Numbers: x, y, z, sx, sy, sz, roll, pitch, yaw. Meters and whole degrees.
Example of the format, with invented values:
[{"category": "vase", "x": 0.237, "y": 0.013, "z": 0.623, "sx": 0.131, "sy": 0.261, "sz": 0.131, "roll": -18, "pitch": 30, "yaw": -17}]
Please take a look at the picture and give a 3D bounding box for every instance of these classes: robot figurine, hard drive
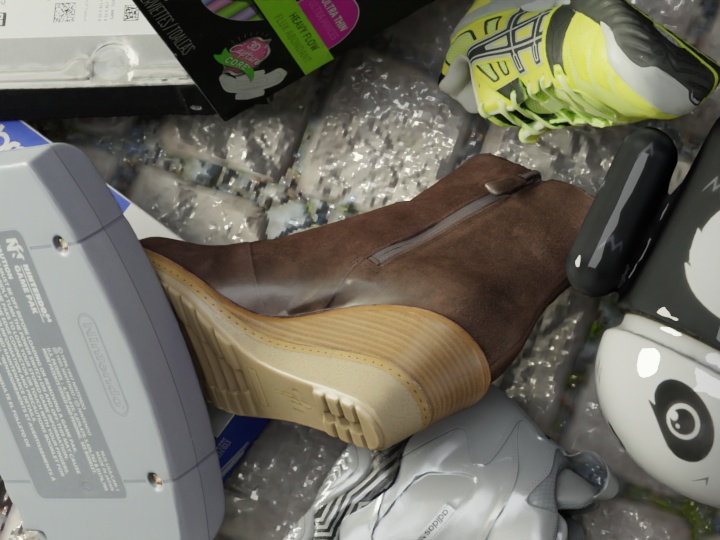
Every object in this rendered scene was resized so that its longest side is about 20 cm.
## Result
[{"category": "robot figurine", "x": 0.184, "y": 0.008, "z": 1.094, "sx": 0.150, "sy": 0.125, "sz": 0.200, "roll": 26, "pitch": 86, "yaw": 38}, {"category": "hard drive", "x": -0.138, "y": -0.144, "z": 1.249, "sx": 0.200, "sy": 0.038, "sz": 0.140, "roll": 0, "pitch": 67, "yaw": 8}]

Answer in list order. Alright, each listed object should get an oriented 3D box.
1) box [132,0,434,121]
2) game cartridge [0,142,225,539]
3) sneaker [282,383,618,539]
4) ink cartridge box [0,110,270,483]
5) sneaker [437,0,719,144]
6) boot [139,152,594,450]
[{"category": "box", "x": -0.022, "y": -0.190, "z": 1.134, "sx": 0.200, "sy": 0.149, "sz": 0.124, "roll": -30, "pitch": 62, "yaw": 4}, {"category": "game cartridge", "x": -0.135, "y": 0.038, "z": 1.156, "sx": 0.133, "sy": 0.040, "sz": 0.200, "roll": -2, "pitch": 114, "yaw": 47}, {"category": "sneaker", "x": 0.028, "y": 0.141, "z": 1.137, "sx": 0.115, "sy": 0.075, "sz": 0.200, "roll": 30, "pitch": 84, "yaw": 23}, {"category": "ink cartridge box", "x": -0.124, "y": 0.015, "z": 1.229, "sx": 0.200, "sy": 0.044, "sz": 0.094, "roll": 36, "pitch": 88, "yaw": 21}, {"category": "sneaker", "x": 0.097, "y": -0.088, "z": 1.130, "sx": 0.075, "sy": 0.200, "sz": 0.076, "roll": 33, "pitch": 91, "yaw": -20}, {"category": "boot", "x": 0.000, "y": 0.000, "z": 1.157, "sx": 0.200, "sy": 0.072, "sz": 0.166, "roll": 24, "pitch": 51, "yaw": 36}]
